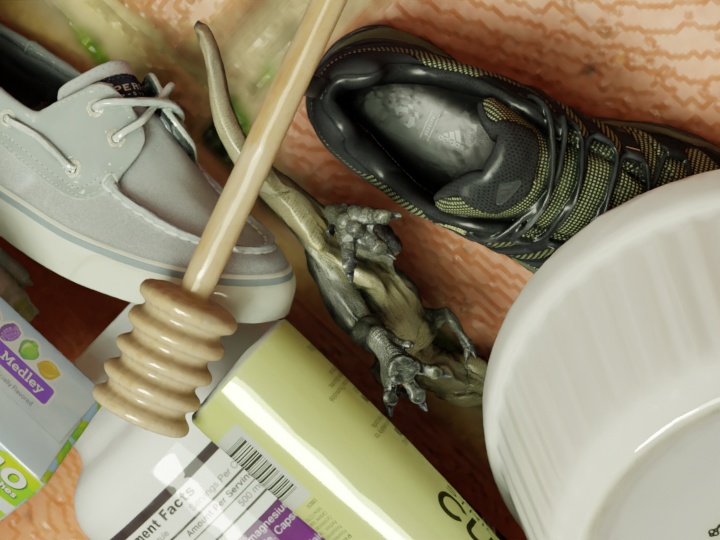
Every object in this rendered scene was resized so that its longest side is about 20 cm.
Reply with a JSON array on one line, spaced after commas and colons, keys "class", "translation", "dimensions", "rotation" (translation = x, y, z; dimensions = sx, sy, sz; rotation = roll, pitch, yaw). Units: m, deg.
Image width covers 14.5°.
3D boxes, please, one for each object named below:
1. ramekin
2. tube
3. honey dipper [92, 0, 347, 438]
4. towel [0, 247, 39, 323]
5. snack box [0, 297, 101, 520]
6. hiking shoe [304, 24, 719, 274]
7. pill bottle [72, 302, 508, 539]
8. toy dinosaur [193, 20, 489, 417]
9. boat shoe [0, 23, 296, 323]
[{"class": "ramekin", "translation": [0.147, 0.069, 1.004], "dimensions": [0.202, 0.094, 0.203], "rotation": [-3, 127, -4]}, {"class": "tube", "translation": [0.028, 0.102, 1.015], "dimensions": [0.200, 0.058, 0.052], "rotation": [43, 131, 0]}, {"class": "honey dipper", "translation": [-0.035, -0.038, 0.981], "dimensions": [0.038, 0.038, 0.200], "rotation": [27, 96, 4]}, {"class": "towel", "translation": [-0.232, 0.002, 1.109], "dimensions": [0.200, 0.048, 0.171], "rotation": [38, 139, 0]}, {"class": "snack box", "translation": [-0.206, 0.020, 1.032], "dimensions": [0.200, 0.053, 0.142], "rotation": [43, 138, -9]}, {"class": "hiking shoe", "translation": [0.066, -0.026, 1.023], "dimensions": [0.199, 0.101, 0.076], "rotation": [21, 102, 7]}, {"class": "pill bottle", "translation": [-0.031, 0.096, 1.089], "dimensions": [0.200, 0.112, 0.112], "rotation": [44, 113, -3]}, {"class": "toy dinosaur", "translation": [0.000, 0.000, 1.039], "dimensions": [0.047, 0.088, 0.200], "rotation": [-38, 115, 0]}, {"class": "boat shoe", "translation": [-0.103, -0.045, 1.057], "dimensions": [0.200, 0.070, 0.072], "rotation": [28, 113, 29]}]
